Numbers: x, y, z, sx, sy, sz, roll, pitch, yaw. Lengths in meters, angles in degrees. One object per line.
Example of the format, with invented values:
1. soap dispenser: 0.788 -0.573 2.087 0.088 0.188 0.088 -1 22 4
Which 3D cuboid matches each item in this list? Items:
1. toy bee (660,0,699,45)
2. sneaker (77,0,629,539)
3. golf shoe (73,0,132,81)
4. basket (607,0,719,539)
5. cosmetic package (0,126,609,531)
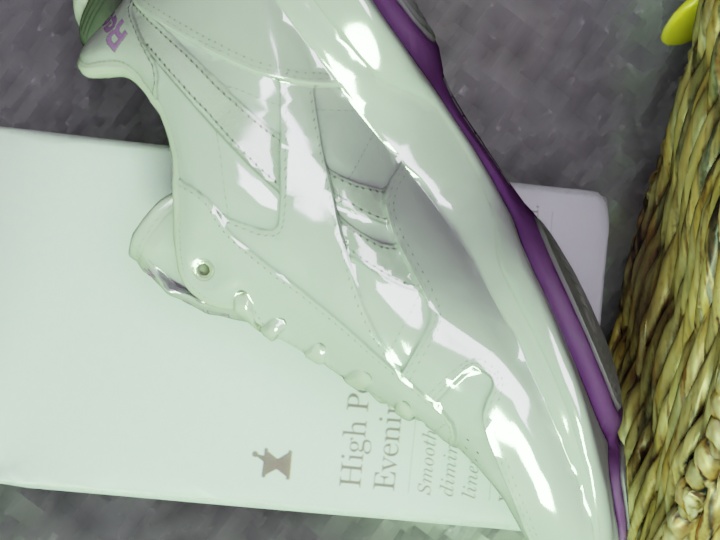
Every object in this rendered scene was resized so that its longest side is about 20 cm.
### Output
1. toy bee: 0.131 -0.116 0.781 0.200 0.109 0.131 40 87 -5
2. sneaker: 0.000 0.000 0.720 0.099 0.075 0.201 -31 87 7
3. golf shoe: -0.044 -0.153 0.787 0.088 0.077 0.201 25 81 10
4. basket: 0.154 0.015 0.730 0.148 0.143 0.201 10 119 -6
5. cosmetic package: -0.035 0.017 0.777 0.198 0.074 0.103 5 88 -8
